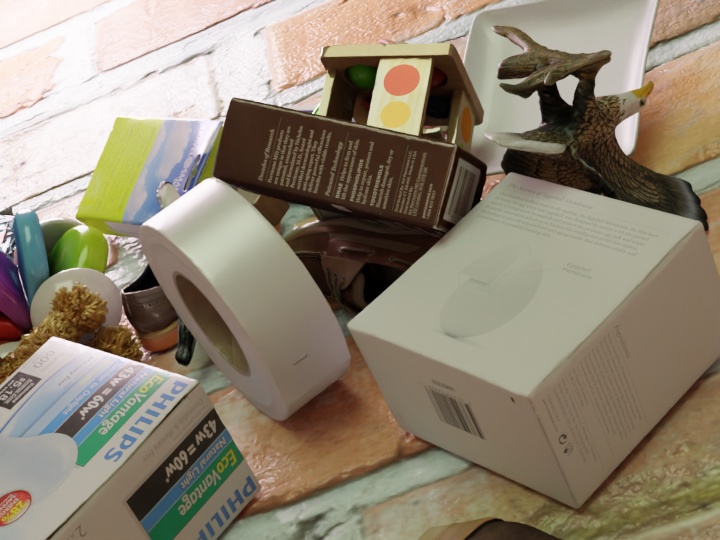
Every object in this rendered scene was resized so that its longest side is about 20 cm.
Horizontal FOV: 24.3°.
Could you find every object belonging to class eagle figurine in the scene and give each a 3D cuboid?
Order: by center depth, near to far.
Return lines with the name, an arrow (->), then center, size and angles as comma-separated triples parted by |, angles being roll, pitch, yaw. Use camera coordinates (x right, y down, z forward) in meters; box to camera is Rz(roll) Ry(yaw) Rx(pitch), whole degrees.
eagle figurine -> 0.189, -0.097, 1.362 | 0.151, 0.200, 0.152 | -16, 36, 10

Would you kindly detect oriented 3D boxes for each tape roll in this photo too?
tape roll -> -0.096, 0.026, 1.379 | 0.071, 0.203, 0.202 | -36, 35, -17

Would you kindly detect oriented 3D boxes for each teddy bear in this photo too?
teddy bear -> -0.284, 0.101, 1.455 | 0.200, 0.145, 0.067 | -25, 29, -7

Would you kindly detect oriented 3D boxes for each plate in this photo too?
plate -> 0.180, -0.170, 1.552 | 0.199, 0.032, 0.200 | -5, 57, 32

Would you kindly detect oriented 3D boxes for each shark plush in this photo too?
shark plush -> -0.131, -0.009, 1.519 | 0.091, 0.083, 0.200 | -21, 49, 25

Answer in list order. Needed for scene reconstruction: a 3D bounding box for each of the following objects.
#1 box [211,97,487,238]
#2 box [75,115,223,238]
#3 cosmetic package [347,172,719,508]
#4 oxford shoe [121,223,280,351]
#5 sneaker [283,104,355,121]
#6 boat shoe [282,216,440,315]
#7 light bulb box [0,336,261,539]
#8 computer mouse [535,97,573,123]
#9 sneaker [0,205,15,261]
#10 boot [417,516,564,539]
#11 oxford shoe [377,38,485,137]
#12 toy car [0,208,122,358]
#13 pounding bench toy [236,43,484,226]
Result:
box -> -0.009, -0.082, 1.363 | 0.200, 0.100, 0.075 | 15, 89, 20
box -> -0.201, -0.093, 1.684 | 0.200, 0.048, 0.122 | 8, 73, 50
cosmetic package -> 0.139, 0.045, 1.266 | 0.200, 0.123, 0.199 | -43, 37, -22
oxford shoe -> -0.148, -0.014, 1.581 | 0.071, 0.073, 0.200 | 7, 45, 40
sneaker -> -0.054, -0.100, 1.631 | 0.200, 0.081, 0.147 | -14, 30, 7
boat shoe -> 0.000, 0.000, 1.467 | 0.200, 0.076, 0.072 | -5, 40, 31
light bulb box -> -0.226, 0.175, 1.327 | 0.200, 0.125, 0.198 | 11, 48, 44
computer mouse -> 0.174, -0.188, 1.624 | 0.059, 0.034, 0.200 | -35, 43, 11
sneaker -> -0.362, -0.022, 1.730 | 0.095, 0.079, 0.200 | -33, 34, -15
boot -> 0.077, 0.238, 1.087 | 0.166, 0.072, 0.200 | 0, 38, 37
oxford shoe -> 0.077, -0.188, 1.694 | 0.074, 0.071, 0.200 | -14, 33, -21
toy car -> -0.324, 0.027, 1.545 | 0.200, 0.150, 0.175 | -48, 31, 10
pounding bench toy -> -0.005, -0.120, 1.508 | 0.200, 0.124, 0.156 | 2, 66, 19
